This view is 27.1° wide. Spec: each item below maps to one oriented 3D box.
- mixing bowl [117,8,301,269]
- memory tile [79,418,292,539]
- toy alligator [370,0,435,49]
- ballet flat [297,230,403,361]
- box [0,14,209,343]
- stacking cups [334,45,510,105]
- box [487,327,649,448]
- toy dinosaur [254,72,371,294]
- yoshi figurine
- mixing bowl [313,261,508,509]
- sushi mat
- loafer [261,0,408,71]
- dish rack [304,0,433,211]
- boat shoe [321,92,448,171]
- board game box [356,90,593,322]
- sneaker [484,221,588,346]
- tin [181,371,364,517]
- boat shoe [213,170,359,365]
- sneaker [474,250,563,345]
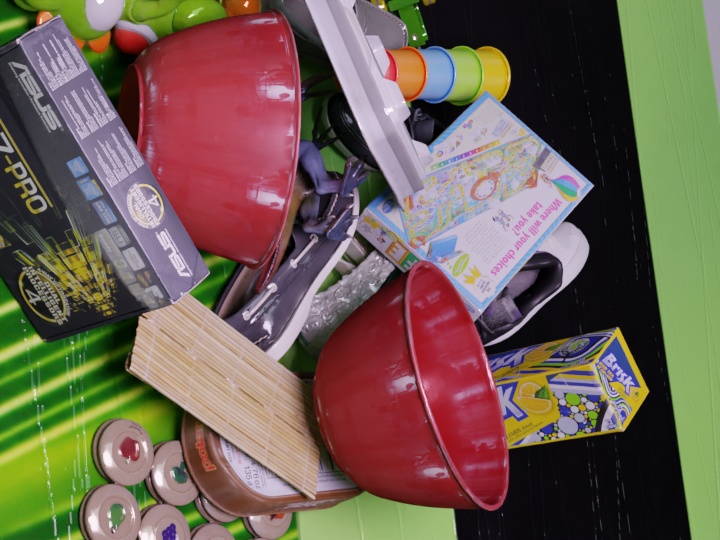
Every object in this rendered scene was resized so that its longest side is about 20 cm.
[{"bbox_3d":[-0.125,-0.105,1.132,0.108,0.200,0.201,4,73,-20],"label":"mixing bowl"},{"bbox_3d":[-0.130,0.209,1.132,0.200,0.017,0.154,29,58,-39],"label":"memory tile"},{"bbox_3d":[0.041,-0.261,1.443,0.054,0.059,0.201,-101,172,-60],"label":"toy alligator"},{"bbox_3d":[0.000,0.000,1.306,0.072,0.072,0.200,58,43,-16],"label":"ballet flat"},{"bbox_3d":[-0.211,-0.056,1.022,0.049,0.161,0.201,-44,110,-45],"label":"box"},{"bbox_3d":[0.054,-0.182,1.391,0.199,0.060,0.061,-6,82,-44],"label":"stacking cups"},{"bbox_3d":[0.149,0.111,1.325,0.064,0.199,0.070,-43,110,-46],"label":"box"},{"bbox_3d":[-0.072,-0.107,1.213,0.200,0.181,0.105,-36,148,-33],"label":"toy dinosaur"},{"bbox_3d":[-0.177,-0.232,1.166,0.199,0.112,0.112,1,61,-44],"label":"yoshi figurine"},{"bbox_3d":[0.031,0.104,1.179,0.200,0.108,0.201,-19,90,-72],"label":"mixing bowl"},{"bbox_3d":[-0.097,0.088,1.142,0.200,0.012,0.096,40,43,-30],"label":"sushi mat"},{"bbox_3d":[-0.022,-0.219,1.342,0.199,0.070,0.070,-3,82,-46],"label":"loafer"},{"bbox_3d":[0.008,-0.150,1.197,0.200,0.043,0.172,50,18,-72],"label":"dish rack"},{"bbox_3d":[0.051,-0.119,1.394,0.199,0.066,0.075,31,57,-37],"label":"boat shoe"},{"bbox_3d":[0.104,-0.058,1.326,0.134,0.034,0.200,42,53,5],"label":"board game box"},{"bbox_3d":[0.151,-0.025,1.466,0.200,0.073,0.116,-42,112,-44],"label":"sneaker"},{"bbox_3d":[-0.059,0.138,1.202,0.200,0.042,0.113,4,71,-50],"label":"tin"},{"bbox_3d":[-0.063,-0.014,1.238,0.060,0.074,0.201,47,56,-32],"label":"boat shoe"},{"bbox_3d":[0.096,0.037,1.338,0.200,0.087,0.076,-36,105,-22],"label":"sneaker"}]
